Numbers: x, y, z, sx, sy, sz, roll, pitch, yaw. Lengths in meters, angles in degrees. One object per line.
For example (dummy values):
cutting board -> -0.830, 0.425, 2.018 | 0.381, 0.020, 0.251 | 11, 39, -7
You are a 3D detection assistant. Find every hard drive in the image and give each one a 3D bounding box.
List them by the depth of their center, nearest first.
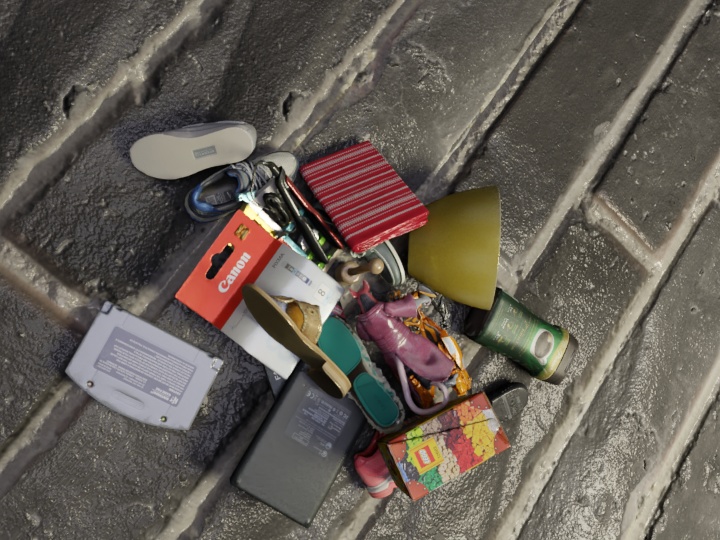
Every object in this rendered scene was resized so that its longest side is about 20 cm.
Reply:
hard drive -> -0.085, 0.258, 0.786 | 0.138, 0.033, 0.202 | 33, 78, -11

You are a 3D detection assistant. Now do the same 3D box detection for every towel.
towel -> 0.003, -0.124, 0.846 | 0.142, 0.023, 0.201 | -24, 58, -17

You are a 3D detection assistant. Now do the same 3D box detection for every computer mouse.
computer mouse -> 0.218, 0.259, 0.944 | 0.197, 0.034, 0.060 | -24, 109, -12

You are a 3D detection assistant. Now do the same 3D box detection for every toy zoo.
toy zoo -> -0.126, -0.051, 0.830 | 0.200, 0.020, 0.132 | 45, 73, -32

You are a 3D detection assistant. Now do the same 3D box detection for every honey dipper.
honey dipper -> 0.000, 0.000, 0.808 | 0.037, 0.200, 0.039 | 1, 86, -16

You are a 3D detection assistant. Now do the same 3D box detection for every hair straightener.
hair straightener -> -0.104, -0.081, 0.799 | 0.077, 0.041, 0.201 | -48, 127, -18

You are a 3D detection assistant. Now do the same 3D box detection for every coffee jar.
coffee jar -> 0.293, 0.121, 0.944 | 0.198, 0.085, 0.106 | 31, 83, -11

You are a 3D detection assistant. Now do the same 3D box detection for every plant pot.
plant pot -> 0.152, -0.042, 0.879 | 0.138, 0.200, 0.205 | 4, 84, 8

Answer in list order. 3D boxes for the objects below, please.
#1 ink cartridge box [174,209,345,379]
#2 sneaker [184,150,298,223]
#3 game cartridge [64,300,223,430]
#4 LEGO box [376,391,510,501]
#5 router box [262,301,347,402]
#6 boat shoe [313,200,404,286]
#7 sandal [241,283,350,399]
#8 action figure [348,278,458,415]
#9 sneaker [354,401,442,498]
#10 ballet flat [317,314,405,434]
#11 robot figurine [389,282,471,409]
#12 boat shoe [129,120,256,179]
ink cartridge box -> -0.142, 0.034, 0.767 | 0.199, 0.047, 0.162 | 39, 78, -18
sneaker -> -0.180, -0.135, 0.826 | 0.198, 0.085, 0.078 | -31, 94, -17
game cartridge -> -0.324, 0.151, 0.788 | 0.197, 0.041, 0.135 | 30, 75, -12
LEGO box -> 0.108, 0.249, 0.755 | 0.146, 0.200, 0.078 | -25, 75, -9
router box -> -0.076, 0.164, 0.845 | 0.147, 0.062, 0.204 | -19, 91, -15
boat shoe -> -0.004, -0.047, 0.875 | 0.061, 0.073, 0.201 | -36, 88, -27
sandal -> -0.077, 0.082, 0.742 | 0.213, 0.077, 0.070 | 51, 55, -13
action figure -> 0.044, 0.106, 0.775 | 0.201, 0.133, 0.149 | 48, 31, -7
sneaker -> 0.072, 0.280, 0.874 | 0.199, 0.074, 0.087 | -41, 96, -15
ballet flat -> -0.003, 0.161, 0.790 | 0.071, 0.072, 0.201 | -28, 63, -16
robot figurine -> 0.099, 0.123, 0.872 | 0.143, 0.058, 0.203 | -27, 98, 19
boat shoe -> -0.257, -0.197, 0.816 | 0.195, 0.069, 0.073 | -14, 117, 8
